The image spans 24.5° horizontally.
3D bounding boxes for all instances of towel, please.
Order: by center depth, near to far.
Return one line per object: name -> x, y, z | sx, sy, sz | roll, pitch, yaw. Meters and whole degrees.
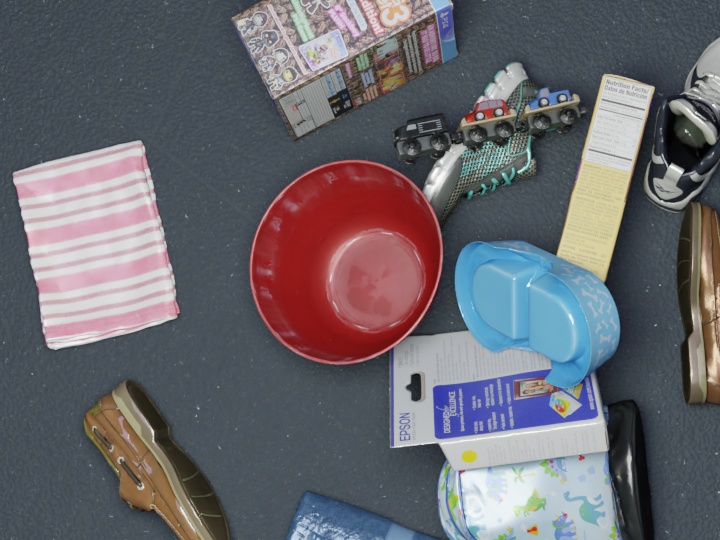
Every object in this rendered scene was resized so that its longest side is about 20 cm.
towel -> 0.014, 0.299, 1.633 | 0.199, 0.049, 0.112 | 20, 81, 9
towel -> -0.277, -0.029, 1.732 | 0.145, 0.030, 0.201 | -14, 78, 2

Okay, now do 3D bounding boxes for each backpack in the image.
backpack -> 0.172, 0.213, 1.597 | 0.198, 0.154, 0.165 | -5, 86, 18

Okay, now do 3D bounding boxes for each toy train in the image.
toy train -> 0.128, -0.146, 1.645 | 0.198, 0.034, 0.046 | -12, 72, -9

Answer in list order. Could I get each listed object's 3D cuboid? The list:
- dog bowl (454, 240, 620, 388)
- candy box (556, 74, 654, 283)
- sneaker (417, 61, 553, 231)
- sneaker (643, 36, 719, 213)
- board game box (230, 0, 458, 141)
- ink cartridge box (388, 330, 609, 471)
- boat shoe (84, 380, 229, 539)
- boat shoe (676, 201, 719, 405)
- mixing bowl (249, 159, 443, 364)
dog bowl -> 0.168, 0.034, 1.573 | 0.049, 0.200, 0.112 | -17, 117, -31
candy box -> 0.239, -0.080, 1.646 | 0.056, 0.117, 0.201 | 16, 81, 8
sneaker -> 0.133, -0.112, 1.686 | 0.091, 0.078, 0.201 | 34, 86, 7
sneaker -> 0.345, -0.161, 1.642 | 0.079, 0.130, 0.200 | 34, 84, 10
board game box -> -0.011, -0.236, 1.677 | 0.199, 0.159, 0.097 | -28, 78, -1
ink cartridge box -> 0.128, 0.118, 1.591 | 0.198, 0.198, 0.047 | -9, 118, 6
boat shoe -> -0.204, 0.210, 1.661 | 0.068, 0.072, 0.201 | -37, 72, 10
boat shoe -> 0.353, 0.032, 1.642 | 0.067, 0.072, 0.202 | -1, 89, 1
mixing bowl -> 0.000, 0.000, 1.650 | 0.199, 0.108, 0.202 | -4, 78, 18
